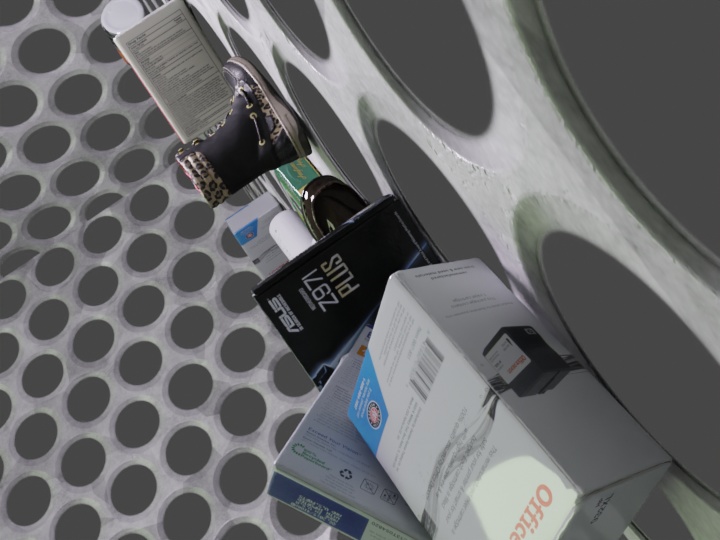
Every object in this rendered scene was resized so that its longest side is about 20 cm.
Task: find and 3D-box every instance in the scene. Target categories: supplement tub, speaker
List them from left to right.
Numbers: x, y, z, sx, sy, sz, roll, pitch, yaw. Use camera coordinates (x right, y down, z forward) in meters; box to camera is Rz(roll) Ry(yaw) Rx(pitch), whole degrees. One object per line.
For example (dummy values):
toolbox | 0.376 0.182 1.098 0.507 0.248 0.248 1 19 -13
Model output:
supplement tub | -0.600 -0.623 2.255 0.123 0.122 0.200 53 174 17
speaker | -0.120 -0.046 1.783 0.200 0.081 0.081 49 172 46

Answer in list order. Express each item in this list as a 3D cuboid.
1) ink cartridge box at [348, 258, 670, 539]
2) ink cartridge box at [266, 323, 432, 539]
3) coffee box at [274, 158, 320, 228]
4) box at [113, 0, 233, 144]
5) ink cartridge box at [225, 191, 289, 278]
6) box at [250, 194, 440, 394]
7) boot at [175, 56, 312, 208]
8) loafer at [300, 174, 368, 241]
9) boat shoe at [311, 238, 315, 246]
ink cartridge box | 0.087 0.112 0.577 0.200 0.083 0.146 51 138 38
ink cartridge box | 0.052 0.149 0.690 0.199 0.200 0.041 25 125 9
coffee box | -0.064 -0.091 1.248 0.123 0.044 0.200 51 173 32
box | -0.298 -0.330 1.404 0.200 0.128 0.109 58 174 -19
ink cartridge box | -0.252 -0.090 2.301 0.084 0.145 0.200 49 171 48
box | 0.015 0.054 0.820 0.200 0.163 0.086 56 175 -6
boot | -0.166 -0.176 1.069 0.200 0.150 0.073 52 173 31
loafer | 0.011 -0.023 0.944 0.200 0.073 0.071 52 166 -15
boat shoe | 0.000 0.000 1.167 0.065 0.074 0.200 45 180 35
